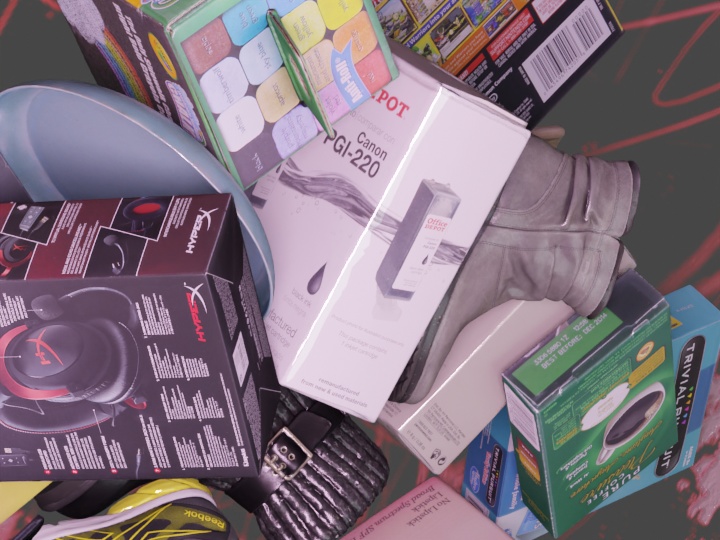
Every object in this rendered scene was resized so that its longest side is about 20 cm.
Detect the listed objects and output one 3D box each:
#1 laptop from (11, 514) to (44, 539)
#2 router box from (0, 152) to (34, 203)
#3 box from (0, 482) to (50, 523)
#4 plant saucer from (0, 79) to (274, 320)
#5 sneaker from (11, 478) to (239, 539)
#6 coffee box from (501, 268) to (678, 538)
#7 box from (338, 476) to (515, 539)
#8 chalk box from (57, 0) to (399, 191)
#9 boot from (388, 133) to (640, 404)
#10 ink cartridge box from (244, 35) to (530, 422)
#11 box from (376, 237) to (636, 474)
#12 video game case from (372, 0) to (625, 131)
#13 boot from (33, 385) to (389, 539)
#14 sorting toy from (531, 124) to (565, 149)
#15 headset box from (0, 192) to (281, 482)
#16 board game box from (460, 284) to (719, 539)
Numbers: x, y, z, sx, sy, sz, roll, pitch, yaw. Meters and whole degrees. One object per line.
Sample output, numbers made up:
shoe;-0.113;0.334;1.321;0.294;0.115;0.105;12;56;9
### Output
laptop;-0.318;0.203;1.466;0.200;0.116;0.187;-44;179;-43
router box;-0.266;-0.020;1.416;0.150;0.062;0.200;-42;134;-14
box;-0.198;0.085;1.526;0.200;0.075;0.050;-38;132;-15
plant saucer;-0.128;-0.041;1.433;0.027;0.200;0.200;-55;138;-28
sneaker;-0.165;0.200;1.610;0.200;0.085;0.075;-29;129;-23
coffee box;0.160;0.095;1.719;0.123;0.044;0.200;-38;151;-13
box;0.073;0.259;1.756;0.128;0.200;0.109;-32;132;-21
chalk box;-0.070;-0.141;1.410;0.124;0.200;0.125;-37;133;-17
boot;0.101;0.008;1.600;0.130;0.068;0.201;20;94;-20
ink cartridge box;-0.006;-0.035;1.489;0.085;0.146;0.201;24;98;-39
box;0.085;0.033;1.679;0.200;0.082;0.068;-45;137;-4
video game case;0.065;-0.157;1.603;0.200;0.025;0.181;-46;126;-17
boot;-0.091;0.133;1.594;0.211;0.079;0.158;-36;107;-18
sorting toy;0.043;-0.008;1.701;0.185;0.036;0.201;-7;123;-36
headset box;-0.158;0.040;1.382;0.199;0.075;0.149;-3;128;13
board game box;0.171;0.111;1.843;0.199;0.047;0.151;-21;136;-29
